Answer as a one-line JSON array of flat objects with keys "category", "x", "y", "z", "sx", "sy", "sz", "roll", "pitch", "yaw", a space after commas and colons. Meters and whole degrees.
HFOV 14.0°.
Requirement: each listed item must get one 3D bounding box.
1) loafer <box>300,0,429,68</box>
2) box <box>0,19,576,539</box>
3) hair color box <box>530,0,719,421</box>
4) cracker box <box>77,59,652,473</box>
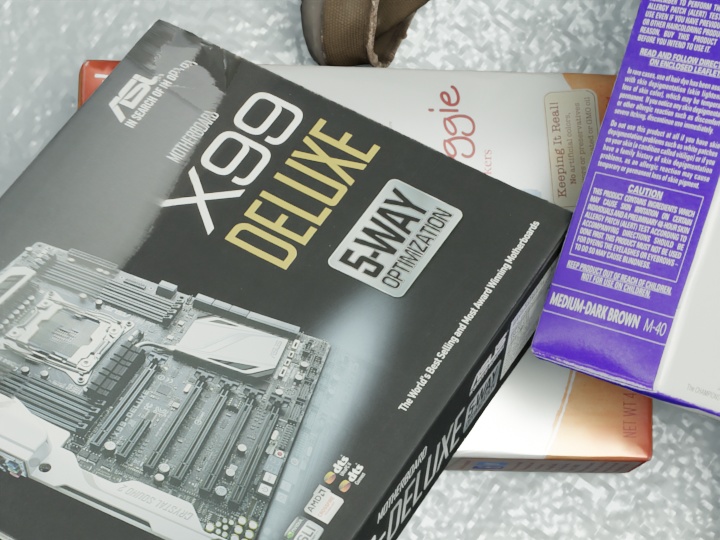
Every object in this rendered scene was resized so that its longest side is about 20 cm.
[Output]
[{"category": "loafer", "x": 0.049, "y": -0.148, "z": 1.013, "sx": 0.071, "sy": 0.073, "sz": 0.201, "roll": 34, "pitch": 96, "yaw": 11}, {"category": "box", "x": -0.049, "y": 0.028, "z": 0.896, "sx": 0.157, "sy": 0.050, "sz": 0.200, "roll": 27, "pitch": 53, "yaw": 15}, {"category": "hair color box", "x": 0.137, "y": -0.050, "z": 0.920, "sx": 0.109, "sy": 0.065, "sz": 0.201, "roll": 20, "pitch": 89, "yaw": -40}, {"category": "cracker box", "x": 0.000, "y": 0.000, "z": 1.014, "sx": 0.199, "sy": 0.058, "sz": 0.135, "roll": 1, "pitch": 81, "yaw": -3}]
